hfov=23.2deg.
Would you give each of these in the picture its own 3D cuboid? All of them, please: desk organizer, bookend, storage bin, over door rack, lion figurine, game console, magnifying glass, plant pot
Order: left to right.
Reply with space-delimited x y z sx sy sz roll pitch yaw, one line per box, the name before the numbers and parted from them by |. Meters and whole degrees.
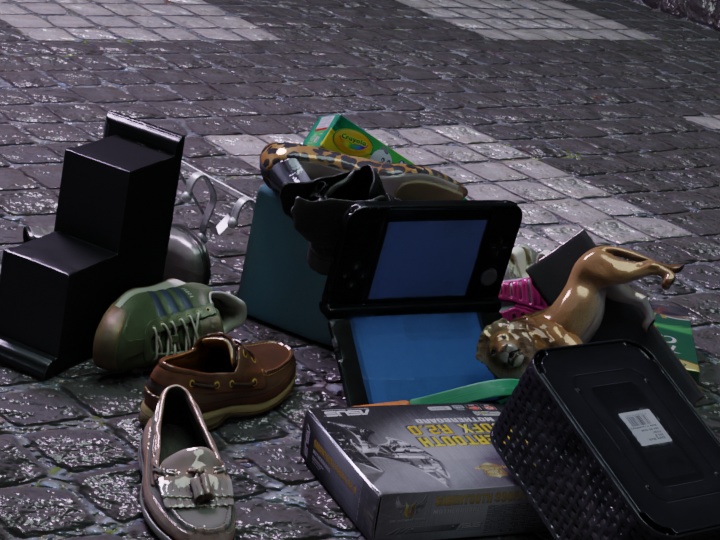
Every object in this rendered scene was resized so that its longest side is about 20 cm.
bookend | -0.267 -0.028 1.662 0.091 0.201 0.200 19 22 20
over door rack | -0.145 -0.047 1.892 0.147 0.067 0.200 30 -7 29
plant pot | 0.000 0.000 1.814 0.199 0.143 0.141 24 23 28
magnifying glass | 0.063 0.126 1.613 0.198 0.023 0.080 -7 -21 -19
game console | 0.074 0.036 1.661 0.198 0.178 0.117 -2 32 -30
lion figurine | 0.208 0.039 1.667 0.122 0.200 0.073 35 -18 18
desk organizer | 0.249 0.066 1.724 0.201 0.071 0.077 55 0 12
storage bin | 0.215 0.161 1.429 0.134 0.094 0.201 -4 47 -35

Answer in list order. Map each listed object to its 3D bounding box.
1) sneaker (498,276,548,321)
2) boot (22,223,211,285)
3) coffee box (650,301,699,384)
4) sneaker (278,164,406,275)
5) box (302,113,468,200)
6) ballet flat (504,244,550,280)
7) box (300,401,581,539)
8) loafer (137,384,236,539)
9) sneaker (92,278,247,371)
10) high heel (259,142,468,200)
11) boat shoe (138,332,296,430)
sneaker | 0.190 0.038 1.831 0.198 0.082 0.088 -2 -5 20
boot | -0.260 -0.011 1.852 0.130 0.069 0.199 -21 31 -40
coffee box | 0.296 0.080 1.872 0.121 0.044 0.200 11 19 5
sneaker | 0.014 -0.054 1.678 0.198 0.105 0.060 -12 42 -23
box | 0.036 -0.097 1.908 0.199 0.049 0.117 35 -4 -13
ballet flat | 0.193 0.009 1.913 0.198 0.069 0.068 5 21 40
box | 0.067 0.169 1.502 0.198 0.049 0.158 0 21 -25
loafer | -0.142 0.158 1.408 0.071 0.064 0.200 4 20 -18
sneaker | -0.174 0.052 1.679 0.089 0.068 0.200 10 15 16
high heel | 0.001 -0.100 1.780 0.198 0.072 0.143 -7 36 -30
boat shoe | -0.121 0.093 1.594 0.071 0.068 0.199 21 22 29
